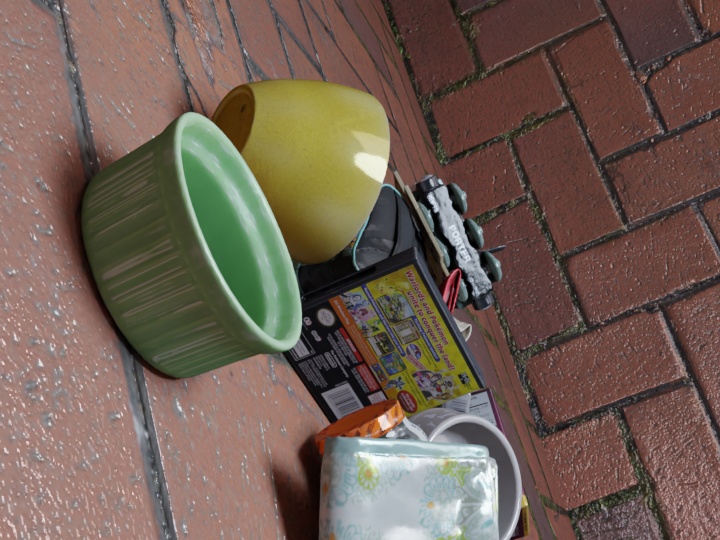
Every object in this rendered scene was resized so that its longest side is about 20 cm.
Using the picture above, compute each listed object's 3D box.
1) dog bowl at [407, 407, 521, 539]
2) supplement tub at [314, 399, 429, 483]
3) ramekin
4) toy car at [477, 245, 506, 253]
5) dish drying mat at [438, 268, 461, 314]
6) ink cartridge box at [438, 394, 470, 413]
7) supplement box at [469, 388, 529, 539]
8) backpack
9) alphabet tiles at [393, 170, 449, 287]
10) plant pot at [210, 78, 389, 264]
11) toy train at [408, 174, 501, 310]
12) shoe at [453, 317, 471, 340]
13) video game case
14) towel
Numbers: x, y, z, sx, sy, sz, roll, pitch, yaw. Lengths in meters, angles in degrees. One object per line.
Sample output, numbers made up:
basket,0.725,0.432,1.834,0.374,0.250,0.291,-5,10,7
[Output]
dog bowl,0.120,0.269,1.226,0.198,0.058,0.204,8,75,-34
supplement tub,0.035,0.243,1.010,0.122,0.121,0.203,-34,102,-78
ramekin,-0.134,-0.013,0.792,0.201,0.096,0.202,-90,154,-62
toy car,0.136,0.015,1.572,0.165,0.197,0.160,93,-20,-66
dish drying mat,0.078,0.072,1.192,0.201,0.018,0.078,117,-10,-60
ink cartridge box,0.125,0.224,1.413,0.200,0.046,0.201,-66,162,-72
supplement box,0.187,0.310,1.545,0.132,0.102,0.202,73,3,-54
backpack,0.000,0.000,1.190,0.177,0.151,0.201,58,39,-32
alphabet tiles,0.083,-0.037,1.296,0.200,0.006,0.168,74,-10,-76
plant pot,-0.084,-0.125,1.062,0.141,0.200,0.202,21,40,-36
toy train,0.122,-0.037,1.382,0.202,0.084,0.114,63,-15,-7
shoe,0.107,0.107,1.328,0.200,0.053,0.071,-49,152,-64
video game case,0.019,0.086,1.082,0.026,0.178,0.201,-93,157,-54
towel,0.048,0.245,0.915,0.197,0.048,0.174,11,72,-32
